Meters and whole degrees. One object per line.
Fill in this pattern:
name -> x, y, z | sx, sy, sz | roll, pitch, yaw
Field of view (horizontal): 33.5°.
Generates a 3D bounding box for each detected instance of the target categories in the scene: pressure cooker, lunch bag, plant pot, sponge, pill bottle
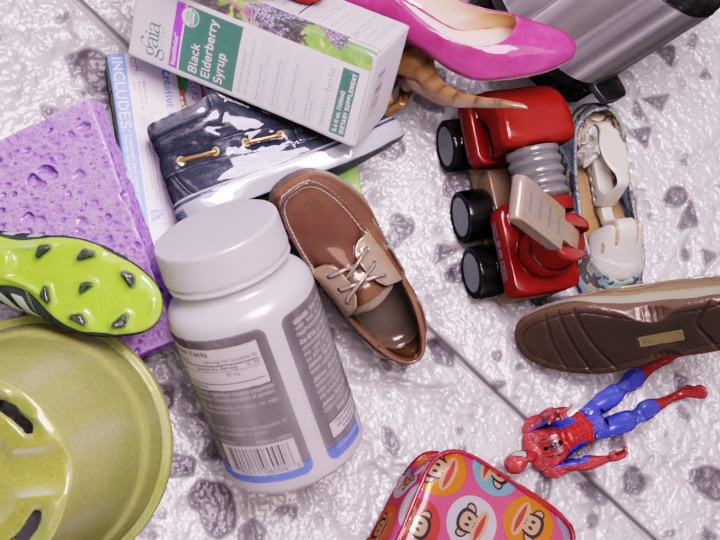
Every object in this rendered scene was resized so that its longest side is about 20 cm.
pressure cooker -> 0.194, -0.255, 1.034 | 0.178, 0.200, 0.176 | 27, 51, -30
lunch bag -> 0.084, 0.260, 0.956 | 0.176, 0.082, 0.200 | 34, 72, -8
plant pot -> -0.240, 0.131, 0.813 | 0.200, 0.184, 0.201 | 0, 89, -1
sponge -> -0.219, -0.019, 0.929 | 0.111, 0.030, 0.201 | -21, 86, 11
pill bottle -> -0.078, 0.056, 0.899 | 0.114, 0.114, 0.201 | -26, 115, -18

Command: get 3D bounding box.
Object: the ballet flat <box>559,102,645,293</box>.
ballet flat -> 0.219, -0.055, 1.066 | 0.074, 0.074, 0.201 | -10, 83, -17

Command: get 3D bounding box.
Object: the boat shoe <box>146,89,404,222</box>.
boat shoe -> -0.066, -0.109, 0.949 | 0.200, 0.071, 0.091 | -22, 88, -18

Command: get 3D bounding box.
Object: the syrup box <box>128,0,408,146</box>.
syrup box -> -0.073, -0.178, 0.924 | 0.199, 0.079, 0.081 | 23, 34, 10

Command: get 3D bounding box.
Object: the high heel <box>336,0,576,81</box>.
high heel -> 0.073, -0.209, 0.942 | 0.199, 0.096, 0.067 | 11, 45, 10

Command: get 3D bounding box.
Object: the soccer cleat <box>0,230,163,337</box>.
soccer cleat -> -0.236, 0.002, 0.880 | 0.199, 0.081, 0.068 | 13, 92, 5

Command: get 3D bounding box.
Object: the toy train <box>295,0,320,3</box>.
toy train -> -0.098, -0.278, 0.917 | 0.115, 0.085, 0.200 | -10, 42, -13

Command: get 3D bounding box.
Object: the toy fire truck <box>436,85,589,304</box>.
toy fire truck -> 0.134, -0.071, 0.974 | 0.128, 0.200, 0.177 | -8, 83, -17

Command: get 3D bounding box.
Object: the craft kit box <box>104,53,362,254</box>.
craft kit box -> -0.101, -0.087, 0.994 | 0.197, 0.049, 0.201 | -7, 82, -14

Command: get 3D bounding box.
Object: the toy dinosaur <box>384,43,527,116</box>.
toy dinosaur -> 0.043, -0.166, 0.997 | 0.106, 0.200, 0.060 | -45, 135, 18

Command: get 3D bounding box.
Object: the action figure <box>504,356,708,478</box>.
action figure -> 0.215, 0.124, 1.020 | 0.200, 0.099, 0.065 | -25, 87, -16

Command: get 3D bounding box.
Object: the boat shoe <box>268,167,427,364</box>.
boat shoe -> 0.000, 0.000, 0.943 | 0.076, 0.072, 0.200 | -38, 126, 3

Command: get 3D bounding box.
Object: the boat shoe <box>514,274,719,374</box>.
boat shoe -> 0.234, 0.041, 1.028 | 0.199, 0.076, 0.072 | -5, 117, 20
